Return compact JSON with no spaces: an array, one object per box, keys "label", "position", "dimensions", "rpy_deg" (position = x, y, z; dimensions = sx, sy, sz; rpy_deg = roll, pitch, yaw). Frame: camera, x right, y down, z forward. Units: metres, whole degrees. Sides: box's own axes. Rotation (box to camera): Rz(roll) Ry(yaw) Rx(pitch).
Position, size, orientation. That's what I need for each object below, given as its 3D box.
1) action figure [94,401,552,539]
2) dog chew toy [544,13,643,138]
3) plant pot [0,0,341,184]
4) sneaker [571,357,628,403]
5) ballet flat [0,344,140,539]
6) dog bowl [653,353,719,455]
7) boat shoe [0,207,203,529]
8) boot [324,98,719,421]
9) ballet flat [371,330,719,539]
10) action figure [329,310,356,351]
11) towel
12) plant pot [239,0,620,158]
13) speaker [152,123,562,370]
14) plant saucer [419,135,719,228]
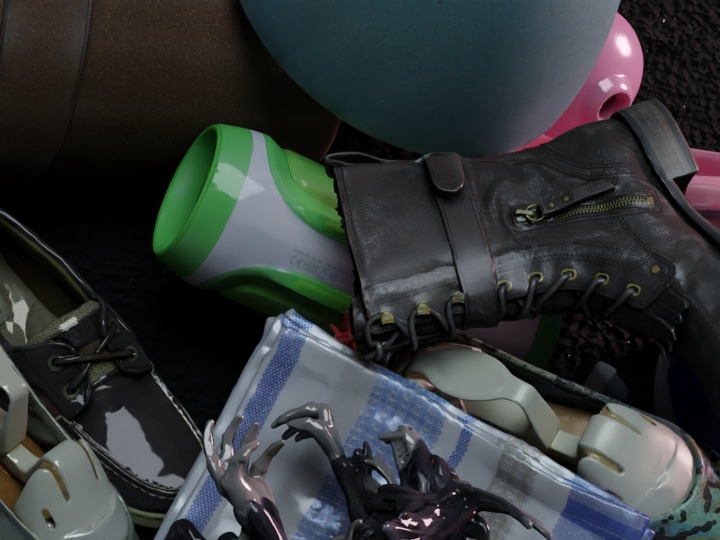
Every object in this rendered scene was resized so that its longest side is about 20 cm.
[{"label":"action figure","position":[-0.028,0.104,0.817],"dimensions":[0.200,0.119,0.102],"rpy_deg":[-20,78,13]},{"label":"dog chew toy","position":[0.087,-0.146,1.124],"dimensions":[0.124,0.125,0.200],"rpy_deg":[-16,46,-27]},{"label":"plant pot","position":[-0.117,-0.129,1.035],"dimensions":[0.198,0.200,0.200],"rpy_deg":[6,51,-23]},{"label":"sneaker","position":[0.130,0.141,0.949],"dimensions":[0.121,0.084,0.200],"rpy_deg":[19,58,5]},{"label":"ballet flat","position":[-0.157,0.085,0.904],"dimensions":[0.200,0.064,0.067],"rpy_deg":[47,43,9]},{"label":"dog bowl","position":[0.251,0.060,0.972],"dimensions":[0.200,0.079,0.200],"rpy_deg":[8,52,-10]},{"label":"boat shoe","position":[-0.146,0.042,0.960],"dimensions":[0.200,0.065,0.073],"rpy_deg":[40,51,15]},{"label":"boot","position":[0.081,0.011,0.896],"dimensions":[0.174,0.069,0.200],"rpy_deg":[-15,53,-8]},{"label":"ballet flat","position":[0.090,0.079,0.908],"dimensions":[0.200,0.074,0.074],"rpy_deg":[19,48,18]},{"label":"action figure","position":[-0.015,0.104,0.928],"dimensions":[0.065,0.099,0.200],"rpy_deg":[-16,54,-7]},{"label":"towel","position":[0.012,0.124,0.878],"dimensions":[0.200,0.024,0.147],"rpy_deg":[29,86,14]},{"label":"plant pot","position":[0.053,-0.173,0.957],"dimensions":[0.200,0.135,0.200],"rpy_deg":[14,55,-21]},{"label":"speaker","position":[0.000,0.000,0.995],"dimensions":[0.200,0.088,0.089],"rpy_deg":[25,48,-19]},{"label":"plant saucer","position":[0.130,-0.040,1.060],"dimensions":[0.200,0.051,0.201],"rpy_deg":[6,10,-1]}]
